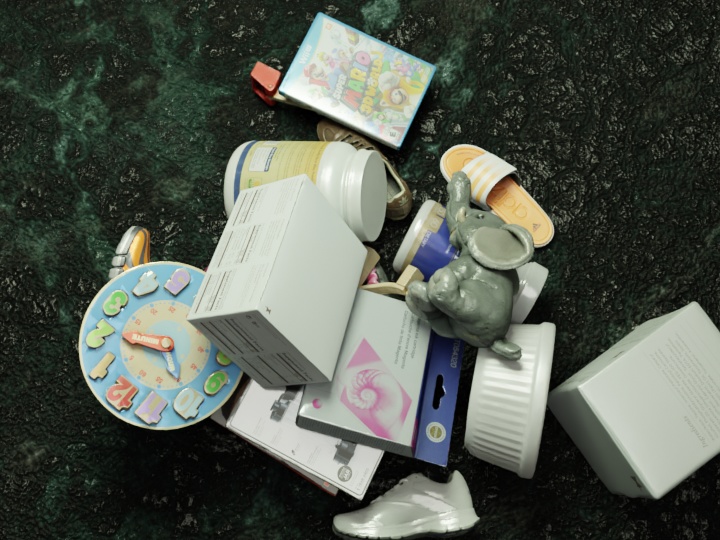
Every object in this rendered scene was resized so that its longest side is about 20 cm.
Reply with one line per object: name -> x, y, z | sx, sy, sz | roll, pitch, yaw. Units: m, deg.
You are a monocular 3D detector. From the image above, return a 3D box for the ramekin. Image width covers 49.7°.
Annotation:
ramekin -> 0.196, 0.163, 1.024 | 0.093, 0.202, 0.205 | 10, 76, 13

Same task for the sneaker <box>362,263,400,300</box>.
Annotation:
sneaker -> 0.052, 0.082, 1.109 | 0.095, 0.079, 0.202 | -6, 69, -32

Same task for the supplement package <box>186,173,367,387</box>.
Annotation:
supplement package -> -0.093, 0.015, 0.952 | 0.110, 0.156, 0.202 | -9, 48, 33

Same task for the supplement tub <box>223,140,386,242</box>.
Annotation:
supplement tub -> -0.073, -0.106, 1.080 | 0.198, 0.144, 0.146 | 4, 75, 19

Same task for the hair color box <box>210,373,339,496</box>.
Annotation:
hair color box -> -0.094, 0.213, 1.069 | 0.199, 0.061, 0.102 | 29, 77, 6

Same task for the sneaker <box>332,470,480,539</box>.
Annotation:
sneaker -> 0.058, 0.323, 1.050 | 0.197, 0.075, 0.088 | -5, 64, -9

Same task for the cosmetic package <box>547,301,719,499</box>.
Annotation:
cosmetic package -> 0.388, 0.175, 1.034 | 0.199, 0.167, 0.167 | -33, 80, -9

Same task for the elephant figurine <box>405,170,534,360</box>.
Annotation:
elephant figurine -> 0.156, -0.014, 0.987 | 0.155, 0.141, 0.201 | 44, 68, -22

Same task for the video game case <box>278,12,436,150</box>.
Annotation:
video game case -> -0.003, -0.284, 1.160 | 0.198, 0.018, 0.144 | 25, 77, 1

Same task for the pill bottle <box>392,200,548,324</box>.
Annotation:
pill bottle -> 0.156, -0.006, 1.100 | 0.199, 0.116, 0.117 | 28, 77, 5

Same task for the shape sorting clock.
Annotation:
shape sorting clock -> -0.233, 0.088, 0.931 | 0.198, 0.039, 0.203 | 3, 81, -16

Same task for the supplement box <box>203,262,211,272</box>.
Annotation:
supplement box -> -0.197, 0.062, 1.078 | 0.085, 0.110, 0.200 | 38, 78, 9

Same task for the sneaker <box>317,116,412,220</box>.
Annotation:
sneaker -> 0.010, -0.167, 1.155 | 0.070, 0.076, 0.200 | -40, 80, -10

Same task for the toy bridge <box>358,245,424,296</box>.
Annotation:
toy bridge -> 0.000, 0.000, 1.082 | 0.199, 0.027, 0.067 | 25, 75, 43

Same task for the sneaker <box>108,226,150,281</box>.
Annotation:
sneaker -> -0.264, 0.048, 0.994 | 0.111, 0.078, 0.203 | 7, 85, -1

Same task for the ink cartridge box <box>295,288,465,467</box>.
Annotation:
ink cartridge box -> 0.035, 0.128, 0.996 | 0.198, 0.043, 0.198 | 15, 57, -2

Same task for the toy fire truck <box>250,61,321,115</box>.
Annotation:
toy fire truck -> -0.052, -0.290, 1.192 | 0.199, 0.049, 0.142 | 29, 73, 5

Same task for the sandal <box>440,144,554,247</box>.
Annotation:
sandal -> 0.212, -0.122, 1.157 | 0.206, 0.059, 0.079 | 41, 79, 8

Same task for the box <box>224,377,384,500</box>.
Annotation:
box -> -0.061, 0.198, 1.011 | 0.198, 0.060, 0.118 | 26, 77, 4
